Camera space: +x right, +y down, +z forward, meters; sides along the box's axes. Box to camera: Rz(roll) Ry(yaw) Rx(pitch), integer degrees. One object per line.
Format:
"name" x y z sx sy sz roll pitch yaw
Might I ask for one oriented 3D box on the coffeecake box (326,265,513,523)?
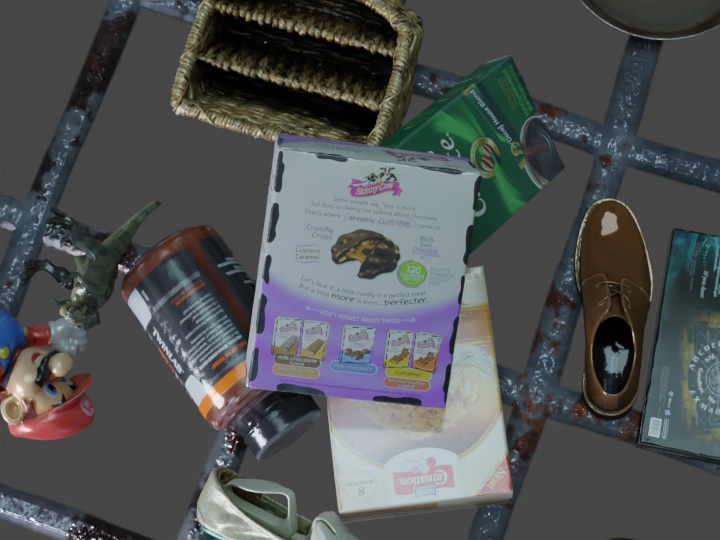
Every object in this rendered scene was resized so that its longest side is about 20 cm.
"coffeecake box" 0.046 0.110 1.460 0.152 0.073 0.202 -7 75 0

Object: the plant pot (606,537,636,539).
"plant pot" 0.200 0.328 1.352 0.185 0.188 0.201 27 63 10

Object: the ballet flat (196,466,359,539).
"ballet flat" -0.054 0.226 1.421 0.198 0.067 0.063 21 108 18

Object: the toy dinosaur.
"toy dinosaur" -0.250 -0.011 1.485 0.087 0.048 0.201 18 39 1

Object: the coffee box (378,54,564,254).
"coffee box" 0.089 -0.088 1.461 0.200 0.044 0.124 -39 108 -35

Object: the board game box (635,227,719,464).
"board game box" 0.327 0.072 1.477 0.134 0.028 0.202 11 75 6

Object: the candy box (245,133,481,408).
"candy box" 0.000 0.000 1.359 0.166 0.072 0.202 7 103 -7

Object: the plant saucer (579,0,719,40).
"plant saucer" 0.287 -0.308 1.583 0.197 0.032 0.203 -1 75 3

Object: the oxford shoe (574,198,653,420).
"oxford shoe" 0.228 0.026 1.475 0.070 0.071 0.202 -1 73 5

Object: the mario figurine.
"mario figurine" -0.303 0.061 1.457 0.200 0.106 0.124 47 70 -12

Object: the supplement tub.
"supplement tub" -0.119 0.066 1.463 0.106 0.107 0.201 -35 76 -6

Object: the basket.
"basket" -0.050 -0.197 1.487 0.198 0.149 0.144 17 110 8
